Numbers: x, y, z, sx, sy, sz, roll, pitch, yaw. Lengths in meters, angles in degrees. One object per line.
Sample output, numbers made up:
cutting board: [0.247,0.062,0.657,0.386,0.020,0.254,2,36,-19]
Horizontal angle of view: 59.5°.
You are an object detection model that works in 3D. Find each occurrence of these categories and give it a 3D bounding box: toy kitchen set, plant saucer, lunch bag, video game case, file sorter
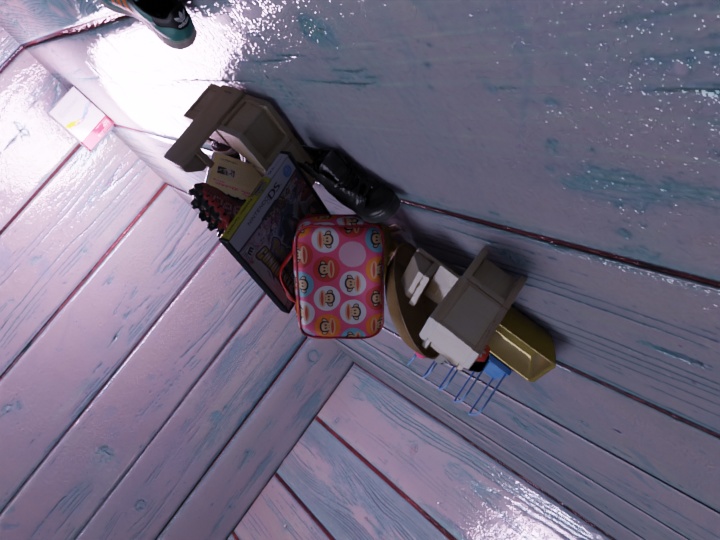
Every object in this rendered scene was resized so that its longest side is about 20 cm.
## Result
toy kitchen set: [0.103,0.073,0.920,0.162,0.180,0.202,35,136,11]
plant saucer: [0.244,0.102,1.087,0.198,0.049,0.200,37,168,14]
plant saucer: [0.088,0.054,1.080,0.035,0.204,0.201,-16,137,25]
toy kitchen set: [-0.218,-0.193,1.111,0.198,0.164,0.181,29,165,43]
lunch bag: [-0.047,0.012,1.033,0.171,0.205,0.082,0,-161,-5]
video game case: [-0.124,-0.059,1.038,0.025,0.183,0.201,14,153,36]
file sorter: [0.219,0.222,1.441,0.198,0.124,0.139,37,169,7]

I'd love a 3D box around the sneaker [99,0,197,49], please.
sneaker: [-0.327,-0.411,0.923,0.198,0.072,0.080,33,164,5]

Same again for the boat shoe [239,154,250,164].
boat shoe: [-0.192,-0.204,1.254,0.066,0.074,0.200,47,161,15]

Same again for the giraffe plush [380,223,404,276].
giraffe plush: [0.000,0.000,1.158,0.172,0.163,0.200,40,165,5]

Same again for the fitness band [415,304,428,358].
fitness band: [0.111,0.101,1.247,0.200,0.037,0.147,96,159,-83]

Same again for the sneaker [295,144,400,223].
sneaker: [-0.026,-0.142,0.992,0.104,0.060,0.199,44,172,-37]

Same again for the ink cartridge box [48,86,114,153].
ink cartridge box: [-1.097,-0.592,2.482,0.200,0.146,0.145,43,168,-20]

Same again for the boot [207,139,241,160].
boot: [-0.255,-0.257,1.292,0.096,0.075,0.200,35,-177,-33]

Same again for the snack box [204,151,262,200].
snack box: [-0.189,-0.143,1.160,0.196,0.037,0.118,18,-141,-17]

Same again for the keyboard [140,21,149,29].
keyboard: [-0.397,-0.461,1.064,0.198,0.021,0.127,37,168,20]

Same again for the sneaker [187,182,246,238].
sneaker: [-0.200,-0.090,1.080,0.199,0.099,0.071,40,156,-5]

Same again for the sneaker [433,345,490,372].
sneaker: [0.190,0.153,1.157,0.083,0.076,0.200,30,172,7]
